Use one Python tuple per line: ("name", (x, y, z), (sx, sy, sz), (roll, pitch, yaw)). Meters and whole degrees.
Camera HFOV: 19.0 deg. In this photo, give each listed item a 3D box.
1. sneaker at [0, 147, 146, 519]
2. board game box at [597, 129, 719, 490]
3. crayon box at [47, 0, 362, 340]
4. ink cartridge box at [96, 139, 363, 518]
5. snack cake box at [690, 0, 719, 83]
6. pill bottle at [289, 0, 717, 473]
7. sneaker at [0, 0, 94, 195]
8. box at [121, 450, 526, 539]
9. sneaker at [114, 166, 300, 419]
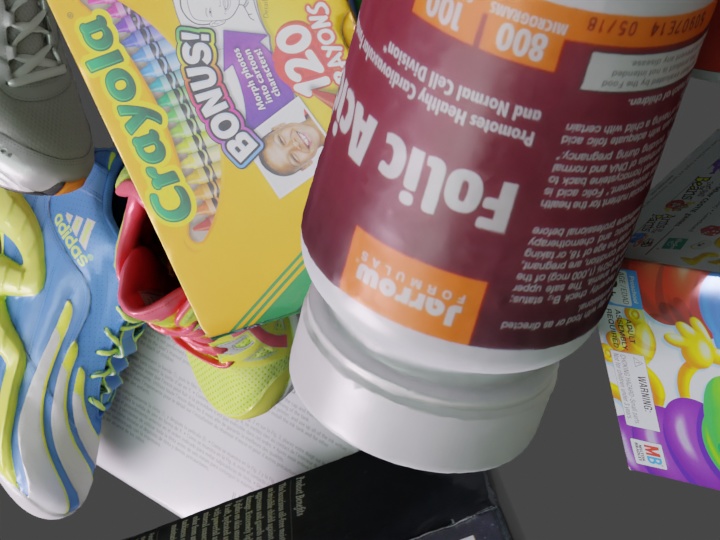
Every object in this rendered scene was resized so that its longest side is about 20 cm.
("sneaker", (-0.141, 0.027, 1.087), (0.105, 0.076, 0.201), (-3, 95, 34))
("board game box", (0.198, 0.025, 0.782), (0.199, 0.105, 0.103), (10, 127, 41))
("crayon box", (-0.043, -0.084, 0.853), (0.118, 0.058, 0.201), (-17, 108, 22))
("ink cartridge box", (-0.067, 0.046, 1.111), (0.199, 0.043, 0.174), (28, 111, 27))
("snack cake box", (0.161, -0.158, 0.708), (0.115, 0.067, 0.201), (13, 128, 36))
("pill bottle", (0.043, -0.038, 0.742), (0.114, 0.114, 0.201), (31, 123, 24))
("sneaker", (-0.177, -0.133, 1.035), (0.092, 0.076, 0.201), (-36, 78, 42))
("box", (0.003, 0.204, 1.027), (0.197, 0.123, 0.201), (-20, 109, 5))
("sneaker", (-0.077, 0.004, 0.987), (0.078, 0.090, 0.201), (26, 142, 29))
